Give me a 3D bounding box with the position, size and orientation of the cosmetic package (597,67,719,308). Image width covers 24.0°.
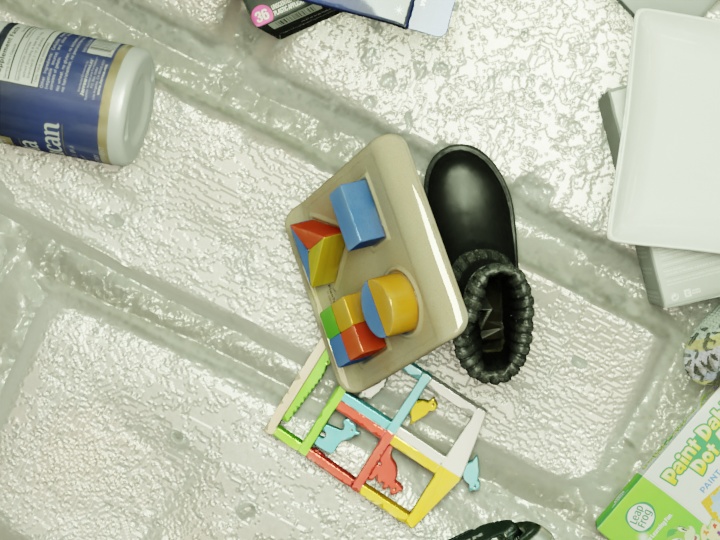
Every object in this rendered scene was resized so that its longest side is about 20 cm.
[{"bbox_3d":[0.276,-0.072,1.503,0.090,0.107,0.201,-12,93,3],"label":"cosmetic package"}]

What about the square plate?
[{"bbox_3d":[0.315,-0.110,1.437,0.199,0.028,0.199,8,88,-5],"label":"square plate"}]

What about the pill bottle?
[{"bbox_3d":[-0.298,-0.167,1.556,0.199,0.111,0.112,11,94,6],"label":"pill bottle"}]

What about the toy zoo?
[{"bbox_3d":[0.027,0.149,1.582,0.200,0.020,0.132,33,96,4],"label":"toy zoo"}]

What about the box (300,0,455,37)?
[{"bbox_3d":[-0.009,-0.280,1.433,0.199,0.032,0.122,15,94,3],"label":"box"}]

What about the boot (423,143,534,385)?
[{"bbox_3d":[0.106,-0.010,1.497,0.079,0.158,0.212,-15,91,6],"label":"boot"}]

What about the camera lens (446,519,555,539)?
[{"bbox_3d":[0.127,0.336,1.510,0.159,0.160,0.201,-23,90,7],"label":"camera lens"}]

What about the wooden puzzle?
[{"bbox_3d":[0.000,0.000,1.491,0.046,0.200,0.186,-12,78,-34],"label":"wooden puzzle"}]

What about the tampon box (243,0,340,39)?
[{"bbox_3d":[-0.056,-0.331,1.515,0.149,0.126,0.201,-23,90,6],"label":"tampon box"}]

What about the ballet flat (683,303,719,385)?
[{"bbox_3d":[0.375,0.036,1.493,0.200,0.072,0.072,-30,89,-9],"label":"ballet flat"}]

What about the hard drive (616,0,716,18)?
[{"bbox_3d":[0.301,-0.307,1.492,0.132,0.027,0.200,35,97,-38],"label":"hard drive"}]

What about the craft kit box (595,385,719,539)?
[{"bbox_3d":[0.352,0.222,1.542,0.197,0.049,0.200,40,96,6],"label":"craft kit box"}]
